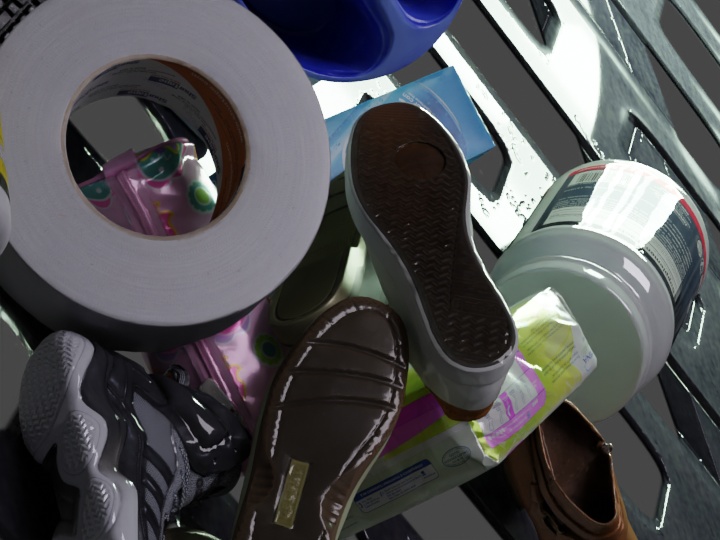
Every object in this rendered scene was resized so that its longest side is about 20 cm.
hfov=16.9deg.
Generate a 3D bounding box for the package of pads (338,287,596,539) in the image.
[{"bbox_3d":[0.049,0.088,1.498,0.068,0.154,0.200,59,29,-2],"label":"package of pads"}]

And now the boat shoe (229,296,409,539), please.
[{"bbox_3d":[-0.031,0.110,1.319,0.071,0.076,0.201,24,67,1],"label":"boat shoe"}]

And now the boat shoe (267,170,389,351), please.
[{"bbox_3d":[0.000,0.000,1.442,0.069,0.074,0.200,58,33,-23],"label":"boat shoe"}]

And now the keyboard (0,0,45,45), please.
[{"bbox_3d":[-0.186,-0.150,1.395,0.127,0.021,0.200,48,57,-20],"label":"keyboard"}]

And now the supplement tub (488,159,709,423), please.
[{"bbox_3d":[0.170,0.015,1.769,0.141,0.140,0.200,55,30,-10],"label":"supplement tub"}]

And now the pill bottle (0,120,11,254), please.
[{"bbox_3d":[-0.243,-0.096,1.242,0.112,0.112,0.201,25,45,-46],"label":"pill bottle"}]

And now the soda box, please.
[{"bbox_3d":[-0.011,-0.064,1.557,0.200,0.068,0.064,-26,87,-39],"label":"soda box"}]

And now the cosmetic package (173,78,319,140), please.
[{"bbox_3d":[-0.076,-0.220,1.524,0.199,0.200,0.123,45,33,-27],"label":"cosmetic package"}]

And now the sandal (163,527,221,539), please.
[{"bbox_3d":[-0.044,0.192,1.359,0.200,0.054,0.081,30,40,-34],"label":"sandal"}]

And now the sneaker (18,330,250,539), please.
[{"bbox_3d":[-0.109,0.125,1.276,0.113,0.075,0.201,9,52,-36],"label":"sneaker"}]

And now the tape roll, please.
[{"bbox_3d":[-0.120,-0.059,1.336,0.199,0.066,0.201,5,74,-18],"label":"tape roll"}]

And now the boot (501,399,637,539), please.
[{"bbox_3d":[0.158,0.179,1.603,0.200,0.074,0.155,54,-13,10],"label":"boot"}]

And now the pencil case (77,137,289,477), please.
[{"bbox_3d":[-0.094,0.025,1.399,0.087,0.087,0.201,-12,76,-60],"label":"pencil case"}]

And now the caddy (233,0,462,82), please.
[{"bbox_3d":[-0.024,-0.203,1.378,0.200,0.141,0.105,55,-4,-26],"label":"caddy"}]

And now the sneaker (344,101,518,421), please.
[{"bbox_3d":[0.033,-0.002,1.382,0.085,0.072,0.201,97,-19,-54],"label":"sneaker"}]
